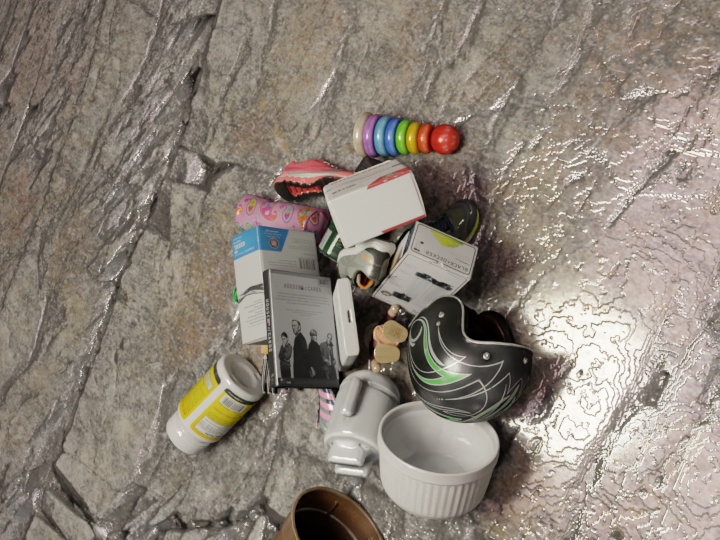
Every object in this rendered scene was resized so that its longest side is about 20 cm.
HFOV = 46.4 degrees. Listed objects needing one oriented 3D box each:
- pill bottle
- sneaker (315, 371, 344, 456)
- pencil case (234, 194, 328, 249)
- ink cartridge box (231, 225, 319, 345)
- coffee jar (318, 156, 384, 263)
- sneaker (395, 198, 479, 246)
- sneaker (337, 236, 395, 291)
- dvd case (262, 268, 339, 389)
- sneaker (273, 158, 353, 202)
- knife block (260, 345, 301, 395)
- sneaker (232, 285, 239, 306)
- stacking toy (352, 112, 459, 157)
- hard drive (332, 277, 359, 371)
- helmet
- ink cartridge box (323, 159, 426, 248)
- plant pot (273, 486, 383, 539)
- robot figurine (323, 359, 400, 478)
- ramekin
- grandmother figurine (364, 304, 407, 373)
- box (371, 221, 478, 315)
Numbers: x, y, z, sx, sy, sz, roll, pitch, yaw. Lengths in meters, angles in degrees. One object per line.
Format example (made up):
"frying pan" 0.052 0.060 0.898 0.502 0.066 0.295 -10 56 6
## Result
"pill bottle" -0.295 0.272 1.693 0.200 0.114 0.115 -45 62 19
"sneaker" -0.061 0.254 1.570 0.082 0.070 0.202 -32 65 25
"pencil case" -0.156 -0.097 1.676 0.198 0.087 0.089 15 91 32
"ink cartridge box" -0.147 0.032 1.532 0.083 0.144 0.203 -19 73 40
"coffee jar" 0.007 -0.105 1.559 0.103 0.085 0.202 25 99 -7
"sneaker" 0.124 -0.057 1.488 0.200 0.081 0.074 -40 64 22
"sneaker" 0.000 0.000 1.452 0.200 0.073 0.080 139 146 -70
"dvd case" -0.103 0.104 1.470 0.025 0.149 0.203 -19 71 41
"sneaker" -0.072 -0.187 1.643 0.198 0.074 0.087 4 54 22
"knife block" -0.158 0.135 1.653 0.176 0.064 0.201 -46 62 18
"sneaker" -0.203 0.025 1.612 0.074 0.083 0.202 -30 66 27
"stacking toy" 0.088 -0.242 1.548 0.198 0.085 0.087 10 88 28
"hard drive" -0.030 0.102 1.511 0.026 0.200 0.134 -6 77 -7
"helmet" 0.176 0.152 1.363 0.200 0.199 0.192 -42 52 21
"ink cartridge box" 0.019 -0.117 1.412 0.145 0.200 0.084 -21 103 1
"plant pot" -0.089 0.525 1.484 0.199 0.199 0.201 -51 60 24
"robot figurine" 0.004 0.258 1.467 0.112 0.171 0.201 4 50 20
"ramekin" 0.122 0.311 1.370 0.199 0.199 0.106 23 120 33
"grandmother figurine" 0.039 0.116 1.469 0.060 0.200 0.122 30 83 -5
"box" 0.104 0.005 1.410 0.115 0.200 0.061 22 63 -6
